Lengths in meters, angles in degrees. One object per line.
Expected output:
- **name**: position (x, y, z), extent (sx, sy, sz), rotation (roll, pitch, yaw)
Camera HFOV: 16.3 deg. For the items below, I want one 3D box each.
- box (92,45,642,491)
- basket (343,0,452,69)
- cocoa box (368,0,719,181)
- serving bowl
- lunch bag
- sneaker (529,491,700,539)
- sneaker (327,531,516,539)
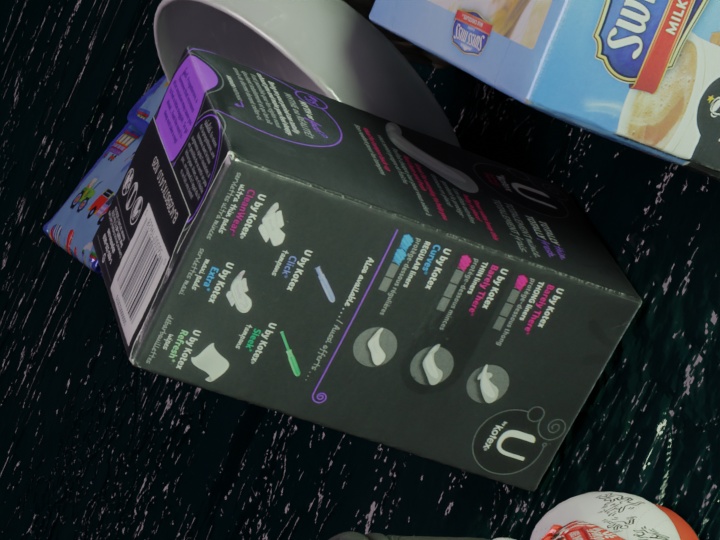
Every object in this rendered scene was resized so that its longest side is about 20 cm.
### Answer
- **box**: position (0.000, 0.000, 1.096), extent (0.106, 0.200, 0.122), rotation (-63, 23, 20)
- **basket**: position (0.034, -0.213, 1.280), extent (0.123, 0.135, 0.200), rotation (-20, 54, 66)
- **cocoa box**: position (0.109, -0.125, 1.032), extent (0.134, 0.131, 0.200), rotation (-68, 22, 8)
- **serving bowl**: position (-0.012, -0.075, 1.245), extent (0.066, 0.200, 0.200), rotation (-42, 15, -17)
- **lunch bag**: position (-0.094, -0.074, 1.562), extent (0.200, 0.094, 0.151), rotation (-59, 21, -2)
- **sneaker**: position (0.076, 0.120, 0.942), extent (0.067, 0.108, 0.201), rotation (-67, 22, 10)
- **sneaker**: position (-0.007, 0.195, 1.093), extent (0.200, 0.099, 0.071), rotation (-66, 24, 15)
